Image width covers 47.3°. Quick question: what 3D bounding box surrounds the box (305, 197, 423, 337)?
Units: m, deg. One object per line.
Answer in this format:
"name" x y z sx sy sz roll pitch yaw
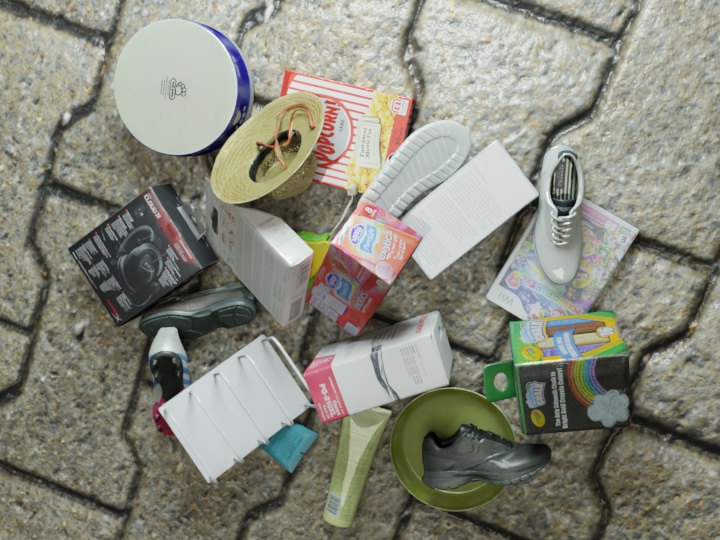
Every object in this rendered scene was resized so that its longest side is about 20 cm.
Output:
"box" 0.000 0.000 1.177 0.102 0.200 0.095 34 61 3

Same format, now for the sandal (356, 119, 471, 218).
"sandal" 0.069 -0.144 1.188 0.202 0.050 0.083 -41 107 -1

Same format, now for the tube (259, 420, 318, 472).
"tube" -0.171 0.241 1.329 0.199 0.050 0.078 35 100 -2

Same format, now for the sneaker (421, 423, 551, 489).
"sneaker" 0.184 0.272 1.230 0.198 0.076 0.092 -9 92 8

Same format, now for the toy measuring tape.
"toy measuring tape" -0.073 -0.054 1.241 0.073 0.074 0.201 29 115 4

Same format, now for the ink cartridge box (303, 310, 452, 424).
"ink cartridge box" 0.032 0.141 1.225 0.198 0.145 0.085 -19 97 12

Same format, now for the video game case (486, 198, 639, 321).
"video game case" 0.298 -0.009 1.222 0.142 0.018 0.201 30 103 3

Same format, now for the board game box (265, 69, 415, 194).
"board game box" -0.031 -0.203 1.230 0.198 0.046 0.153 14 101 7

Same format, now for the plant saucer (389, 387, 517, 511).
"plant saucer" 0.145 0.276 1.287 0.198 0.031 0.202 2 100 8

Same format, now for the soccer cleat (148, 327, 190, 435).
"soccer cleat" -0.301 0.178 1.325 0.069 0.087 0.202 1 129 -7

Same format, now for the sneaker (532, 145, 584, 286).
"sneaker" 0.281 -0.075 1.168 0.072 0.071 0.202 -3 99 10

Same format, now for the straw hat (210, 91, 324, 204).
"straw hat" -0.110 -0.151 1.179 0.200 0.202 0.085 -31 134 13

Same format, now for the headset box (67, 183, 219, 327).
"headset box" -0.332 -0.030 1.290 0.199 0.077 0.150 -33 92 15

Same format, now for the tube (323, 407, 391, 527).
"tube" -0.011 0.307 1.313 0.058 0.052 0.202 9 100 -34

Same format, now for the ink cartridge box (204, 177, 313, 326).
"ink cartridge box" -0.155 -0.034 1.228 0.050 0.162 0.200 -31 65 -28

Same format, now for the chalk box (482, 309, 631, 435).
"chalk box" 0.277 0.149 1.186 0.198 0.124 0.126 -6 115 11

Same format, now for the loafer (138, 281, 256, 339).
"loafer" -0.256 0.063 1.313 0.198 0.063 0.072 -10 137 12

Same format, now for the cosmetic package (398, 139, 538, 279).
"cosmetic package" 0.152 -0.089 1.206 0.199 0.071 0.102 -38 90 13

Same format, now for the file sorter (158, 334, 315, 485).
"file sorter" -0.181 0.209 1.241 0.199 0.124 0.139 -35 93 -16

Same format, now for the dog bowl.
"dog bowl" -0.266 -0.273 1.242 0.198 0.079 0.203 2 100 9
